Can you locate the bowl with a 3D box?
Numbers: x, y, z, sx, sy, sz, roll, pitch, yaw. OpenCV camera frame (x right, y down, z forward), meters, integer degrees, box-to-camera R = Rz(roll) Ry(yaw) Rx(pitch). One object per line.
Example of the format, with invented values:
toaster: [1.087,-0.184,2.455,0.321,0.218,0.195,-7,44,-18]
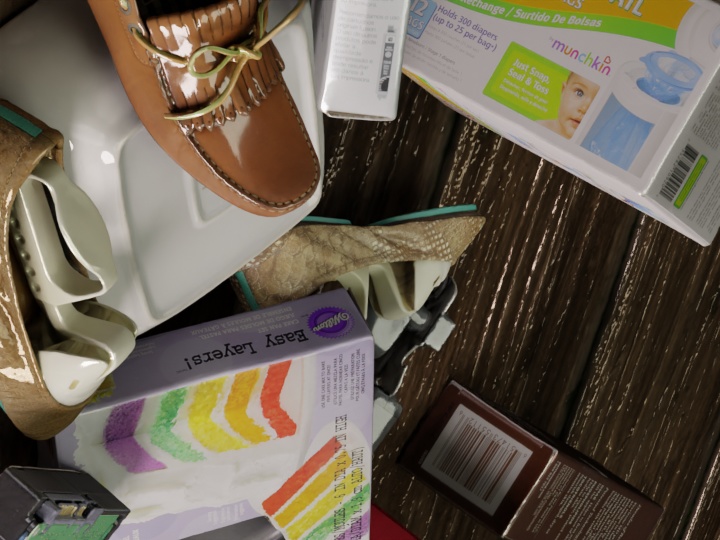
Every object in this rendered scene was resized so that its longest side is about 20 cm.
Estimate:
bowl: [-0.091,-0.064,1.130,0.200,0.075,0.200,-38,143,-30]

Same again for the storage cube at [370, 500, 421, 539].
storage cube: [0.000,0.279,1.421,0.200,0.180,0.171,-41,150,-25]

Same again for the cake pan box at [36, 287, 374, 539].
cake pan box: [-0.085,0.116,1.250,0.184,0.052,0.200,-12,132,-17]

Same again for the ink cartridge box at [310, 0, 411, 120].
ink cartridge box: [0.006,-0.201,1.045,0.040,0.200,0.201,4,119,-5]

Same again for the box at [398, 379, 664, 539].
box: [0.122,0.150,1.560,0.075,0.100,0.200,-57,147,0]

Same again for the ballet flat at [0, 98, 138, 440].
ballet flat: [-0.143,0.008,1.050,0.068,0.072,0.200,-50,143,-43]

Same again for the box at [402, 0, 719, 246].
box: [0.124,-0.115,1.249,0.113,0.200,0.101,-60,148,1]

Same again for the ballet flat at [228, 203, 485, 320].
ballet flat: [0.000,0.000,1.299,0.200,0.070,0.065,-7,82,-42]

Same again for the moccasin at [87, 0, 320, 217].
moccasin: [-0.073,-0.116,1.019,0.074,0.078,0.202,-30,103,-31]

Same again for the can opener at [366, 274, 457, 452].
can opener: [-0.011,0.075,1.385,0.067,0.053,0.200,37,86,-25]

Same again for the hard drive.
hard drive: [-0.204,0.184,1.110,0.200,0.038,0.140,-51,169,2]
